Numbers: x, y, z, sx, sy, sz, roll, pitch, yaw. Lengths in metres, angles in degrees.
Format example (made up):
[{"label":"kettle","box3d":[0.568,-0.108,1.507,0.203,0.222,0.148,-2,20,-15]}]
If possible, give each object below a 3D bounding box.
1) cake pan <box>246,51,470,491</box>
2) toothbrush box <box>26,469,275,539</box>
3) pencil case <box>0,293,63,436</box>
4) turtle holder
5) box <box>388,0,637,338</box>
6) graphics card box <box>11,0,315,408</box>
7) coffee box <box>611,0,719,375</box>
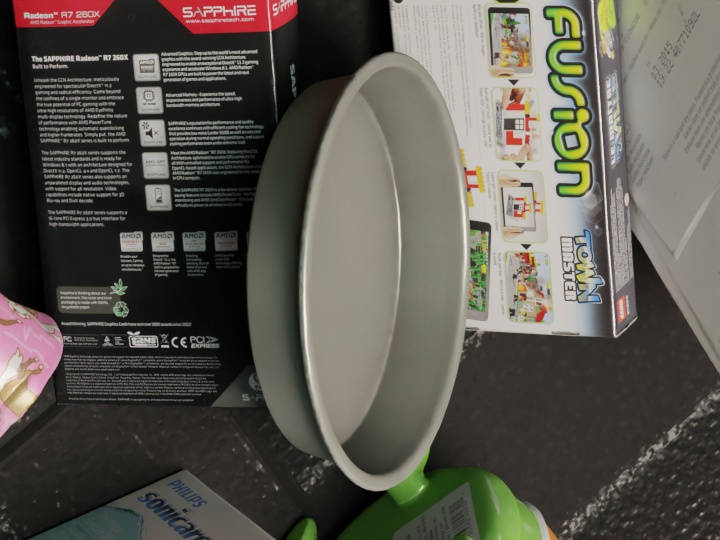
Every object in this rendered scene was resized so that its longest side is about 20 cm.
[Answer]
[{"label":"cake pan","box3d":[0.000,0.000,1.148,0.200,0.037,0.201,2,90,-67]},{"label":"toothbrush box","box3d":[-0.130,0.186,1.165,0.199,0.146,0.086,-24,112,-20]},{"label":"pencil case","box3d":[-0.227,0.001,1.102,0.200,0.086,0.083,40,41,-27]},{"label":"turtle holder","box3d":[0.031,0.193,1.249,0.132,0.141,0.186,41,82,-29]},{"label":"box","box3d":[0.074,-0.068,1.227,0.035,0.110,0.201,-34,123,-59]},{"label":"graphics card box","box3d":[-0.086,-0.037,1.151,0.125,0.051,0.201,-1,105,14]},{"label":"coffee box","box3d":[0.248,-0.087,1.205,0.197,0.200,0.200,-14,149,-28]}]
